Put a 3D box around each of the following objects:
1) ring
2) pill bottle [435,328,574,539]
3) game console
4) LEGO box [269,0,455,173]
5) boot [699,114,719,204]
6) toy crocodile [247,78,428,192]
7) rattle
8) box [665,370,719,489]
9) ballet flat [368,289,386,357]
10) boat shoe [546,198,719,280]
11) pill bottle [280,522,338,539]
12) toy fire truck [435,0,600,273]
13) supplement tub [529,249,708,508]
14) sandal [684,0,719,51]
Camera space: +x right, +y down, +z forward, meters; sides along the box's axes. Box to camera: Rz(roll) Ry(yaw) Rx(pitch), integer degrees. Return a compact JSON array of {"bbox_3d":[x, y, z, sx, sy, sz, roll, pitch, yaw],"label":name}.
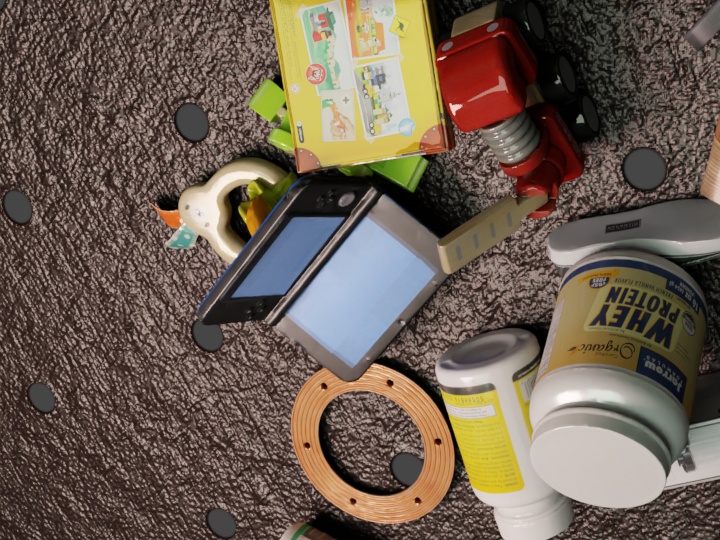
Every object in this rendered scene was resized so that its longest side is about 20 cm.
[{"bbox_3d":[0.014,0.190,1.557,0.198,0.019,0.203,9,115,20],"label":"ring"},{"bbox_3d":[0.154,0.171,1.429,0.110,0.111,0.203,-10,106,28],"label":"pill bottle"},{"bbox_3d":[-0.032,0.015,1.375,0.119,0.170,0.200,51,119,22],"label":"game console"},{"bbox_3d":[0.002,-0.203,1.321,0.147,0.077,0.203,-8,97,11],"label":"LEGO box"},{"bbox_3d":[0.409,-0.103,1.220,0.198,0.074,0.156,23,115,11],"label":"boot"},{"bbox_3d":[-0.025,-0.136,1.415,0.198,0.062,0.068,23,87,9],"label":"toy crocodile"},{"bbox_3d":[-0.158,-0.039,1.475,0.197,0.144,0.131,2,129,18],"label":"rattle"},{"bbox_3d":[0.340,0.146,1.329,0.198,0.117,0.061,-18,104,31],"label":"box"},{"bbox_3d":[0.000,0.000,1.448,0.071,0.072,0.203,-12,104,28],"label":"ballet flat"},{"bbox_3d":[0.276,-0.022,1.325,0.198,0.069,0.057,-6,127,29],"label":"boat shoe"},{"bbox_3d":[-0.009,0.377,1.582,0.198,0.113,0.114,24,119,14],"label":"pill bottle"},{"bbox_3d":[0.121,-0.113,1.252,0.127,0.202,0.177,-18,128,28],"label":"toy fire truck"},{"bbox_3d":[0.233,0.097,1.268,0.142,0.202,0.145,13,142,10],"label":"supplement tub"},{"bbox_3d":[0.357,-0.256,1.182,0.043,0.076,0.200,44,132,4],"label":"sandal"}]
